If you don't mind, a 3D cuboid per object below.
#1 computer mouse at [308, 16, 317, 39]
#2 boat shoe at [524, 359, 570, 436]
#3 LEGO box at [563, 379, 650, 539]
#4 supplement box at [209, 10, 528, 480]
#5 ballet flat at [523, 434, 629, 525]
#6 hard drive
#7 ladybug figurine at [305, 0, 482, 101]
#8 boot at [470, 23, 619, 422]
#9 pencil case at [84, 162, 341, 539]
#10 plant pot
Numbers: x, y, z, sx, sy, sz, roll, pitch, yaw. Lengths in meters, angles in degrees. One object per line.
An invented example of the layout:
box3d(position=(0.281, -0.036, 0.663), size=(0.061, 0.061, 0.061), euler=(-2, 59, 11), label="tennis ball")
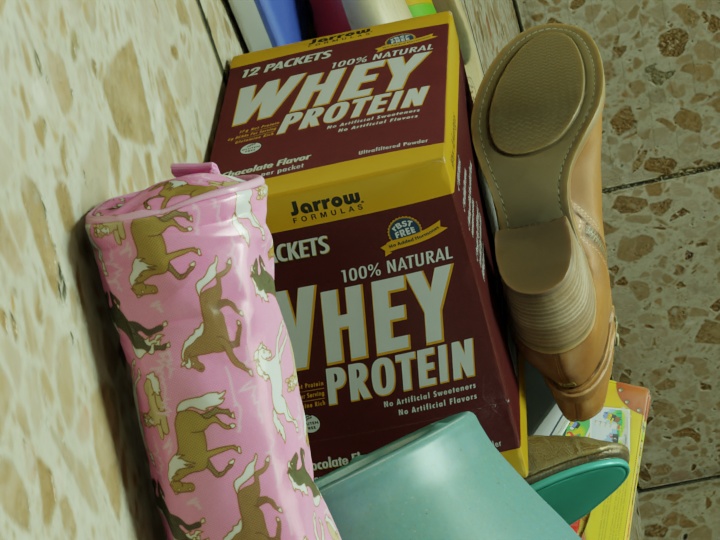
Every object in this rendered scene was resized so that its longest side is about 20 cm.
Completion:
box3d(position=(-0.010, -0.131, 1.585), size=(0.139, 0.053, 0.200), euler=(52, 22, -38), label="computer mouse")
box3d(position=(0.071, 0.127, 1.418), size=(0.202, 0.074, 0.086), euler=(-56, 153, -6), label="boat shoe")
box3d(position=(0.135, 0.193, 1.553), size=(0.149, 0.077, 0.200), euler=(95, 8, -49), label="LEGO box")
box3d(position=(0.008, -0.007, 1.302), size=(0.197, 0.132, 0.201), euler=(-85, 161, -61), label="supplement box")
box3d(position=(0.060, 0.139, 1.322), size=(0.068, 0.200, 0.072), euler=(29, 26, -47), label="ballet flat")
box3d(position=(-0.069, -0.205, 1.415), size=(0.200, 0.025, 0.132), euler=(68, 14, -49), label="hard drive")
box3d(position=(0.015, -0.161, 1.494), size=(0.136, 0.072, 0.201), euler=(7, 60, -61), label="ladybug figurine")
box3d(position=(0.112, -0.025, 1.334), size=(0.155, 0.073, 0.201), euler=(64, 29, -55), label="boot")
box3d(position=(-0.058, 0.055, 0.993), size=(0.086, 0.083, 0.201), euler=(-167, -118, -70), label="pencil case")
box3d(position=(0.035, 0.177, 1.108), size=(0.189, 0.200, 0.200), euler=(64, 9, 2), label="plant pot")
